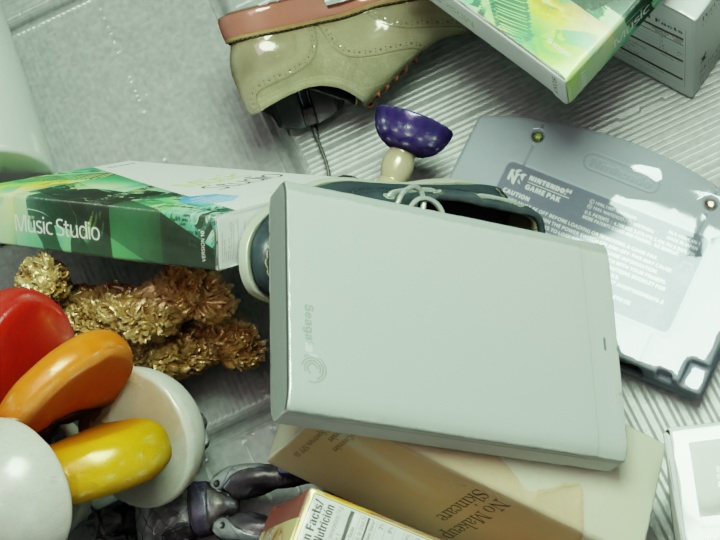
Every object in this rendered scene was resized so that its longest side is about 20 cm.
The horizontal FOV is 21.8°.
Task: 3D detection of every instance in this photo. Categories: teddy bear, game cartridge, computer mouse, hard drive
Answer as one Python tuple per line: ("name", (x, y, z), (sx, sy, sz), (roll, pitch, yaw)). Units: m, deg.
("teddy bear", (-0.155, 0.044, 1.136), (0.199, 0.145, 0.067), (0, 59, 4))
("game cartridge", (0.144, -0.017, 1.159), (0.199, 0.041, 0.133), (23, 79, 17))
("computer mouse", (-0.031, -0.089, 1.217), (0.058, 0.034, 0.201), (-18, 69, 2))
("hard drive", (0.048, 0.031, 1.005), (0.199, 0.026, 0.132), (11, 61, -23))

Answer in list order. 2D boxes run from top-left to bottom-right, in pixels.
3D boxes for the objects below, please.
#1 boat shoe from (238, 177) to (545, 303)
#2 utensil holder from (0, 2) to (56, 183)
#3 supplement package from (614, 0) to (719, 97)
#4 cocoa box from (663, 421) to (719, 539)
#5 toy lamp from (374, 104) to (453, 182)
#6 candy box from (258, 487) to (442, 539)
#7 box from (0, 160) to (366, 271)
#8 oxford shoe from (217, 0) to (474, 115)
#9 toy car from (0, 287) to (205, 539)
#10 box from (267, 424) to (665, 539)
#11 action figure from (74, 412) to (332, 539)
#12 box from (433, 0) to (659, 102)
("boat shoe", (0.022, -0.014, 1.070), (0.062, 0.199, 0.075), (13, 102, 48))
("utensil holder", (-0.299, -0.120, 1.206), (0.169, 0.170, 0.201), (-24, 71, 1))
("supplement package", (0.199, -0.245, 1.192), (0.155, 0.111, 0.200), (31, 79, 19))
("cocoa box", (0.274, 0.151, 1.023), (0.199, 0.131, 0.134), (-8, 70, 7))
("toy lamp", (0.000, 0.000, 1.156), (0.058, 0.058, 0.201), (19, 84, 16))
("candy box", (0.043, 0.184, 1.025), (0.199, 0.115, 0.055), (22, 74, -7))
("box", (-0.115, -0.036, 1.123), (0.199, 0.144, 0.036), (5, 103, 36))
("oxford shoe", (0.009, -0.143, 1.205), (0.199, 0.070, 0.075), (-11, 93, -15))
("toy car", (-0.202, 0.089, 1.051), (0.200, 0.175, 0.150), (-21, 90, 33))
("box", (0.060, 0.102, 1.047), (0.199, 0.095, 0.078), (26, 57, -12))
("action figure", (-0.080, 0.141, 1.125), (0.199, 0.069, 0.131), (-8, 77, 11))
("box", (0.133, -0.216, 1.106), (0.144, 0.036, 0.200), (39, 83, 20))
